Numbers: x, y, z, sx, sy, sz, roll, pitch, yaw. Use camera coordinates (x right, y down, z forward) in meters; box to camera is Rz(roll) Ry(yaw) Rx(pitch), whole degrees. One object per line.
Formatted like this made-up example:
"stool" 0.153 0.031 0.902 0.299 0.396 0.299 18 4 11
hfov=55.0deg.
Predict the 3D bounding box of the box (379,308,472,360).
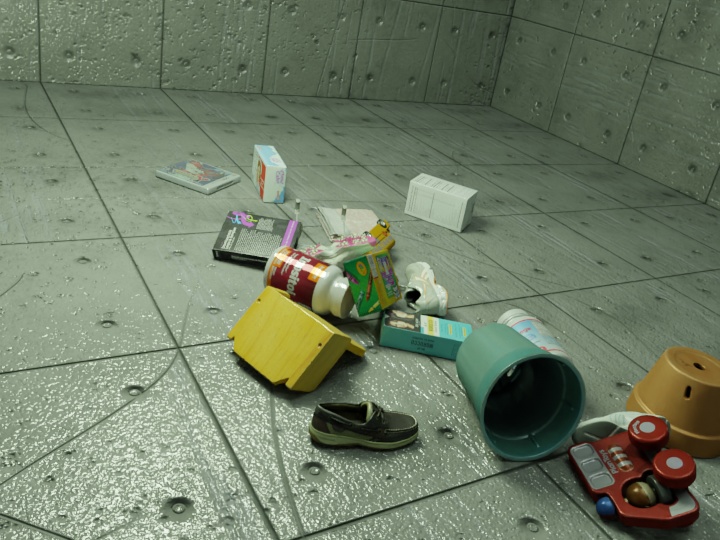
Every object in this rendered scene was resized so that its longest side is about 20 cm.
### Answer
"box" 0.141 0.138 1.488 0.195 0.050 0.083 11 25 -1

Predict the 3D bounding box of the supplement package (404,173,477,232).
"supplement package" 0.254 -0.217 2.190 0.196 0.116 0.109 21 28 20

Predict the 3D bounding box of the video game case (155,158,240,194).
"video game case" -0.501 -0.294 2.146 0.196 0.023 0.182 19 26 17

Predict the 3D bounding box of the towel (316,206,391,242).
"towel" -0.021 -0.133 2.002 0.186 0.033 0.201 2 28 -20

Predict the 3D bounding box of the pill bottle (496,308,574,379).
"pill bottle" 0.357 0.167 1.447 0.106 0.111 0.201 3 26 -15

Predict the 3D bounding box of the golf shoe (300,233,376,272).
"golf shoe" -0.052 -0.026 1.639 0.195 0.094 0.076 -15 18 6

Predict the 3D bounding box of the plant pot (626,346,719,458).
"plant pot" 0.646 0.247 1.365 0.195 0.143 0.201 10 26 -5

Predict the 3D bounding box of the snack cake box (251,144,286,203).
"snack cake box" -0.285 -0.301 2.140 0.066 0.118 0.201 1 27 -21

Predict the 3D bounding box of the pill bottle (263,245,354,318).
"pill bottle" -0.108 0.029 1.533 0.196 0.116 0.113 21 27 21

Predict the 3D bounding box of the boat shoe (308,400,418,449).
"boat shoe" 0.012 0.256 1.170 0.195 0.066 0.073 2 25 -20

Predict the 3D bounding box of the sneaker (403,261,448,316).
"sneaker" 0.137 0.040 1.666 0.090 0.077 0.201 -3 27 -18

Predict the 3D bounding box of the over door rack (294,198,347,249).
"over door rack" -0.105 -0.092 1.819 0.144 0.067 0.203 6 47 -9

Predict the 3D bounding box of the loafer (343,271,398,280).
"loafer" 0.000 0.000 1.689 0.195 0.071 0.076 9 25 -3

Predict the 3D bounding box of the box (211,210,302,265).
"box" -0.254 -0.077 1.717 0.195 0.037 0.145 10 47 4

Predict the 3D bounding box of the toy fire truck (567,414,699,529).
"toy fire truck" 0.453 0.347 1.145 0.164 0.114 0.201 -18 29 1

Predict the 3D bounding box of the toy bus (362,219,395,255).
"toy bus" 0.034 -0.066 1.822 0.078 0.065 0.200 44 30 1

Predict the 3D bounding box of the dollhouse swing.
"dollhouse swing" -0.118 0.155 1.365 0.198 0.177 0.183 30 72 34

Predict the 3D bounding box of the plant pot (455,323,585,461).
"plant pot" 0.273 0.202 1.261 0.195 0.205 0.196 3 18 -15

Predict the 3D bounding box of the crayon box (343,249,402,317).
"crayon box" 0.031 0.024 1.528 0.057 0.122 0.200 -17 0 16

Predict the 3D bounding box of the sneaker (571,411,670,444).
"sneaker" 0.472 0.301 1.285 0.195 0.072 0.080 -1 4 -17
